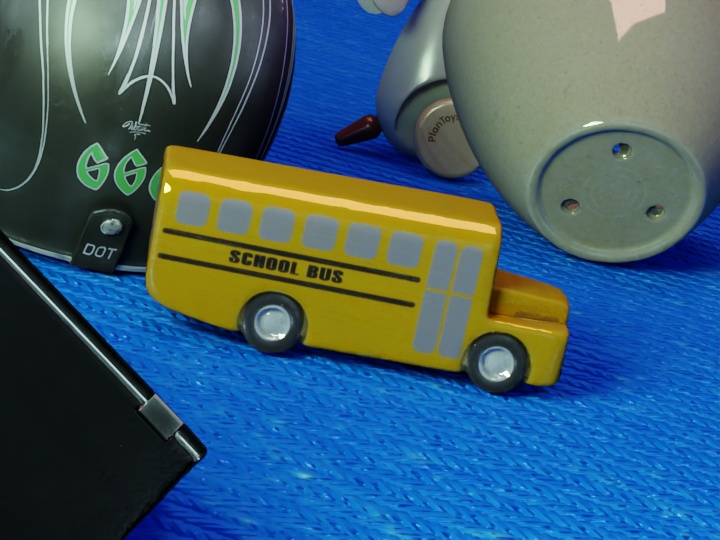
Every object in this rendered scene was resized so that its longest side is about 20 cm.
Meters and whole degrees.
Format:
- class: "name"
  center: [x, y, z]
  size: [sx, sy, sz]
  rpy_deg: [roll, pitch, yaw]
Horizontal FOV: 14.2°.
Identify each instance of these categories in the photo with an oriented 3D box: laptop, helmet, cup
- class: "laptop"
  center: [-0.160, 0.037, 1.011]
  size: [0.187, 0.116, 0.200]
  rpy_deg: [47, -13, -1]
- class: "helmet"
  center: [-0.123, -0.113, 1.449]
  size: [0.199, 0.192, 0.200]
  rpy_deg: [14, 16, -4]
- class: "cup"
  center: [0.144, -0.089, 1.653]
  size: [0.199, 0.201, 0.144]
  rpy_deg: [10, 40, -5]

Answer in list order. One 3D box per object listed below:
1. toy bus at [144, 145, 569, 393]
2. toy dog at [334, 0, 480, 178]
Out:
- class: "toy bus"
  center: [0.000, 0.000, 1.350]
  size: [0.199, 0.079, 0.065]
  rpy_deg: [10, 14, -6]
- class: "toy dog"
  center: [0.025, -0.150, 1.808]
  size: [0.096, 0.201, 0.132]
  rpy_deg: [-6, -10, -3]
